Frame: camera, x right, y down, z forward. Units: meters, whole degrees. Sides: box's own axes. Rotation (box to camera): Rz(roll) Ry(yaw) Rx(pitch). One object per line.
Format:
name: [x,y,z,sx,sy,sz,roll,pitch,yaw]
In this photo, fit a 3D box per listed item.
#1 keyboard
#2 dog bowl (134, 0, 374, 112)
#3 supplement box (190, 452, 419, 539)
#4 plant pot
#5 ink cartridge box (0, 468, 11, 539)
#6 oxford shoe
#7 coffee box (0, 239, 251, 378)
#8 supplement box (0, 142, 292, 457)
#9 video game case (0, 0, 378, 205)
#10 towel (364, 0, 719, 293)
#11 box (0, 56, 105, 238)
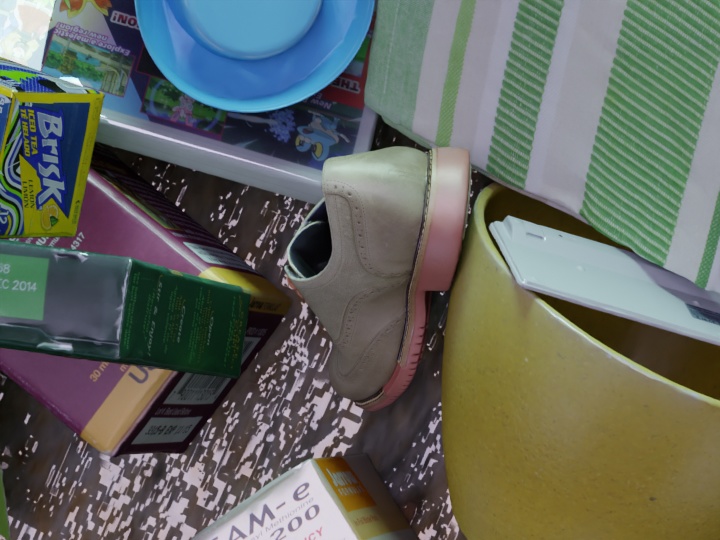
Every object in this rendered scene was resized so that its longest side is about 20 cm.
keyboard: [0.151,0.018,1.234,0.199,0.056,0.011,16,120,-21]
dog bowl: [-0.059,-0.174,1.257,0.111,0.050,0.201,-13,106,-13]
supplement box: [0.014,0.188,1.311,0.073,0.126,0.200,-34,82,8]
plant pot: [0.115,0.069,1.278,0.199,0.200,0.142,30,113,11]
ink cartridge box: [-0.248,0.053,1.319,0.147,0.201,0.076,27,52,27]
oxford shoe: [0.000,0.000,1.295,0.073,0.200,0.071,8,56,-6]
coffee box: [-0.127,0.014,1.180,0.122,0.200,0.044,7,87,13]
supplement box: [-0.149,-0.009,1.352,0.200,0.131,0.103,39,95,12]
video game case: [-0.079,-0.132,1.332,0.199,0.023,0.183,16,59,-4]
towel: [0.094,-0.093,1.225,0.199,0.023,0.153,29,128,25]
box: [-0.211,-0.074,1.249,0.199,0.064,0.070,21,104,33]
